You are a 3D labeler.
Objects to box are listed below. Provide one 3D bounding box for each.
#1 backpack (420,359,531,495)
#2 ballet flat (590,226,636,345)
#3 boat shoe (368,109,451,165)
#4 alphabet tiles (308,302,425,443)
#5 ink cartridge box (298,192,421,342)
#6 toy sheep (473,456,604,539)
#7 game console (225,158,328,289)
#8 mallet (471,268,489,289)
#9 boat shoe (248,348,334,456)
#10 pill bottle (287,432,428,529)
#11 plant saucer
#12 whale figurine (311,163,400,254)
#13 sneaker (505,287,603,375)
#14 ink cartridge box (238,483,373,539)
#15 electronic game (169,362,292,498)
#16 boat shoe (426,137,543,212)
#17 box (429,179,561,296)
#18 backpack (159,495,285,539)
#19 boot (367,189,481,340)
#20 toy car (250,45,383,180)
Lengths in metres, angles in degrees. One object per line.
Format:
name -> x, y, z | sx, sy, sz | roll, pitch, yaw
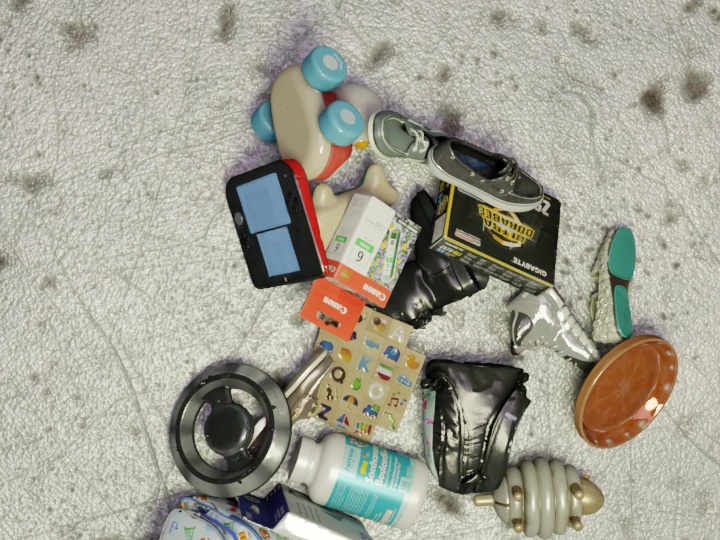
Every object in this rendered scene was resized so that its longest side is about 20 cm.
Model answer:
backpack -> 0.168, 0.240, 1.624 | 0.167, 0.127, 0.200 | 4, 90, 2
ballet flat -> 0.390, 0.024, 1.673 | 0.072, 0.072, 0.200 | 12, 66, -7
boat shoe -> 0.078, -0.197, 1.573 | 0.062, 0.200, 0.073 | 0, 85, 30
alphabet tiles -> 0.002, 0.156, 1.619 | 0.166, 0.006, 0.200 | 22, 105, 12
ink cartridge box -> 0.000, 0.000, 1.552 | 0.109, 0.050, 0.200 | 31, 81, -36
toy sheep -> 0.275, 0.351, 1.637 | 0.200, 0.138, 0.138 | 2, 91, 1
game console -> -0.126, -0.065, 1.553 | 0.031, 0.200, 0.177 | -14, 92, -35
mallet -> 0.197, -0.066, 1.670 | 0.066, 0.041, 0.200 | 22, 84, -6
boat shoe -> -0.100, 0.208, 1.611 | 0.060, 0.072, 0.200 | 39, 94, -1
pill bottle -> -0.005, 0.314, 1.610 | 0.200, 0.111, 0.111 | 18, 88, -8
plant saucer -> 0.411, 0.186, 1.657 | 0.200, 0.032, 0.200 | -17, 126, -25
whale figurine -> -0.031, -0.074, 1.612 | 0.200, 0.104, 0.159 | -50, 123, -17
sneaker -> 0.298, 0.117, 1.674 | 0.115, 0.075, 0.200 | -35, 90, 4
ink cartridge box -> -0.080, 0.364, 1.557 | 0.200, 0.200, 0.041 | 25, 87, -9
electronic game -> -0.195, 0.237, 1.582 | 0.200, 0.042, 0.200 | -6, 74, 20
boat shoe -> 0.196, -0.147, 1.565 | 0.200, 0.066, 0.070 | 22, 59, -20
box -> 0.207, -0.071, 1.609 | 0.200, 0.049, 0.160 | 24, 56, -20
backpack -> -0.201, 0.429, 1.541 | 0.190, 0.154, 0.200 | 14, 89, 26
boot -> 0.076, -0.005, 1.631 | 0.162, 0.073, 0.198 | -29, 75, 13
toy car -> -0.026, -0.216, 1.586 | 0.200, 0.184, 0.177 | -2, 66, -38
